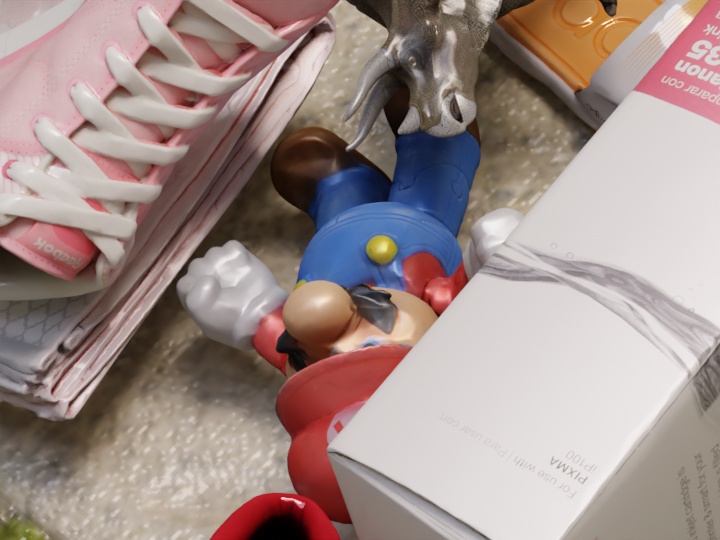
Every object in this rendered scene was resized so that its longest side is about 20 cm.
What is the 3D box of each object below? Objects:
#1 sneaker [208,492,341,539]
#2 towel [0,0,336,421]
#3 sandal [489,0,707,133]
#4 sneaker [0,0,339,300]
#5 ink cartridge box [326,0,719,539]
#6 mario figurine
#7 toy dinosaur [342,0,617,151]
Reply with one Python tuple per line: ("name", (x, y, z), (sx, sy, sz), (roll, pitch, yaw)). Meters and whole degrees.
("sneaker", (-0.045, 0.157, 0.828), (0.078, 0.116, 0.200), (4, 56, 1))
("towel", (-0.132, -0.043, 1.055), (0.200, 0.032, 0.191), (14, 59, 38))
("sandal", (0.109, -0.084, 1.033), (0.079, 0.059, 0.207), (-42, 55, -16))
("sneaker", (-0.076, -0.054, 0.937), (0.200, 0.075, 0.105), (-30, 42, 35))
("ink cartridge box", (0.090, 0.039, 0.856), (0.083, 0.147, 0.200), (30, 66, 29))
("mario figurine", (0.000, 0.000, 0.945), (0.106, 0.124, 0.200), (14, 37, -12))
("toy dinosaur", (0.038, -0.123, 1.000), (0.102, 0.077, 0.200), (-9, 28, 5))
